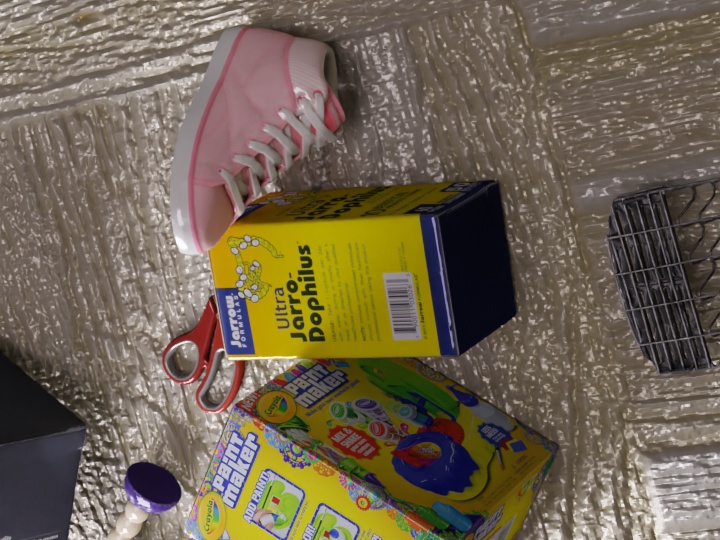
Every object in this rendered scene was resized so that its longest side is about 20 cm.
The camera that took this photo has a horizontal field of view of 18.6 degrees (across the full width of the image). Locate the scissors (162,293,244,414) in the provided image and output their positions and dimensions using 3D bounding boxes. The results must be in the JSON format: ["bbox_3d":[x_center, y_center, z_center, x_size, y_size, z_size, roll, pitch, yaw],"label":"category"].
[{"bbox_3d":[-0.105,0.025,1.776,0.073,0.014,0.200,33,117,18],"label":"scissors"}]

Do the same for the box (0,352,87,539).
[{"bbox_3d":[-0.342,0.180,1.851,0.200,0.123,0.199,33,120,42],"label":"box"}]

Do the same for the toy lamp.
[{"bbox_3d":[-0.220,0.250,1.883,0.058,0.058,0.200,38,118,12],"label":"toy lamp"}]

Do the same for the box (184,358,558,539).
[{"bbox_3d":[0.010,0.164,1.647,0.192,0.200,0.122,30,118,15],"label":"box"}]

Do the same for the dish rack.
[{"bbox_3d":[0.274,-0.005,1.540,0.199,0.055,0.154,-11,99,32],"label":"dish rack"}]

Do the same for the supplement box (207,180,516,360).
[{"bbox_3d":[0.000,0.000,1.653,0.199,0.109,0.110,-2,104,29],"label":"supplement box"}]

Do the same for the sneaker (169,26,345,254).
[{"bbox_3d":[-0.071,-0.098,1.628,0.104,0.201,0.075,6,146,16],"label":"sneaker"}]
